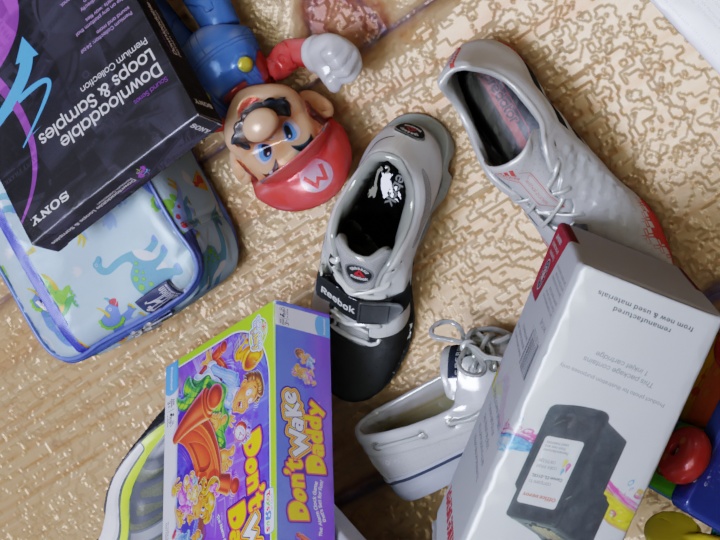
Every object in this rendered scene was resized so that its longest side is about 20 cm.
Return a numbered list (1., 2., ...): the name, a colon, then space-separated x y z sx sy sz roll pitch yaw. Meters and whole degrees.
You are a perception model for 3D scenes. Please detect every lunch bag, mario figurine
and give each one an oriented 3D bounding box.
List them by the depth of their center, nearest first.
1. mario figurine: -0.081 -0.123 1.008 0.200 0.106 0.123 50 136 9
2. lunch bag: -0.190 -0.046 1.089 0.161 0.082 0.200 -28 91 27

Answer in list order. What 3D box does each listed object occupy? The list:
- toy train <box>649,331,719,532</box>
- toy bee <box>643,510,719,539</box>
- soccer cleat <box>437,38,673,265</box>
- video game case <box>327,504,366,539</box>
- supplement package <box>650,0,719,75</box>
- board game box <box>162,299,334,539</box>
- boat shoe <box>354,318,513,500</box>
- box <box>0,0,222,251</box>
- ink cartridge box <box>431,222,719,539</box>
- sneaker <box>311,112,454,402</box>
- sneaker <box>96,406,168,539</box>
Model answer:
1. toy train: 0.225 0.051 0.946 0.085 0.116 0.200 31 83 -24
2. toy bee: 0.245 0.196 0.967 0.131 0.109 0.200 -9 100 22
3. soccer cleat: 0.116 -0.054 0.964 0.069 0.085 0.200 -36 89 25
4. video game case: -0.065 0.221 1.029 0.200 0.024 0.182 39 110 54
5. supplement package: 0.270 -0.185 0.856 0.110 0.114 0.200 47 113 3
6. board game box: -0.073 0.136 1.013 0.134 0.045 0.200 -32 52 45
7. boat shoe: 0.076 0.068 1.015 0.202 0.075 0.086 -32 108 31
8. box: -0.189 -0.133 1.008 0.143 0.036 0.200 -36 72 18
9. ink cartridge box: 0.115 0.088 0.892 0.083 0.146 0.200 21 101 -2
10. sneaker: 0.000 0.000 1.023 0.074 0.089 0.200 18 111 15
11. sneaker: -0.141 0.181 1.140 0.081 0.074 0.200 22 116 5
